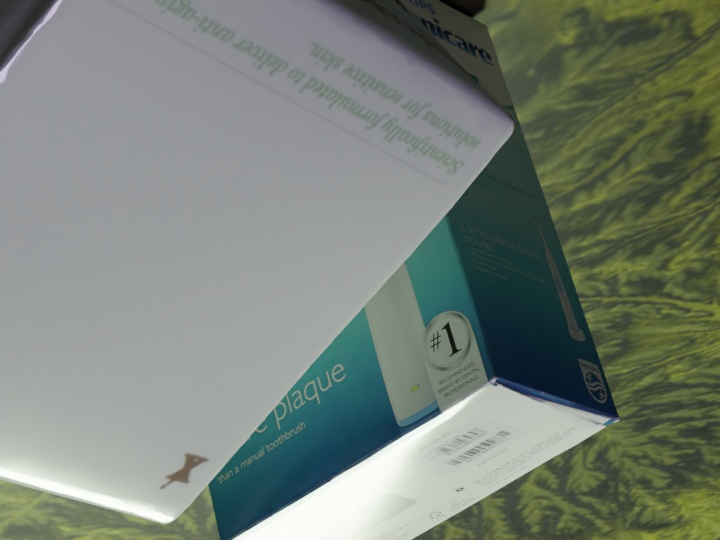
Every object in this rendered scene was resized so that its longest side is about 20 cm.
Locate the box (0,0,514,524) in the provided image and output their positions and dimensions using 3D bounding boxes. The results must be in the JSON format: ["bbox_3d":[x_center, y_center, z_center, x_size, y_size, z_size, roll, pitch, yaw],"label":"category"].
[{"bbox_3d":[-0.104,-0.055,0.676,0.200,0.171,0.199,-48,141,13],"label":"box"}]

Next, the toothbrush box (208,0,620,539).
[{"bbox_3d":[0.000,0.000,0.842,0.146,0.200,0.085,-33,146,30],"label":"toothbrush box"}]
